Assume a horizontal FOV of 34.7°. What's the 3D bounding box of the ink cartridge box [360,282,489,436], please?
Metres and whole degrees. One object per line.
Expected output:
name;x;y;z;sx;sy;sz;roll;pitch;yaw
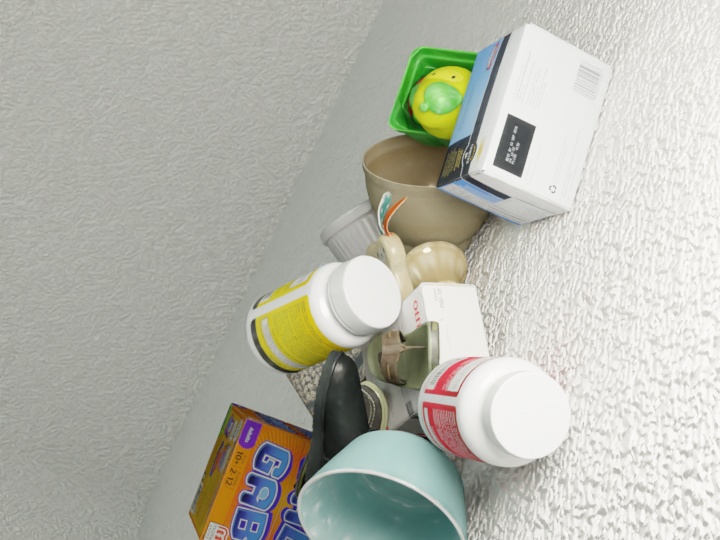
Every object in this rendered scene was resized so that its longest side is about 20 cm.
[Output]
ink cartridge box;0.082;0.122;1.468;0.200;0.083;0.147;132;135;-55

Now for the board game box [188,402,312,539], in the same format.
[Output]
board game box;-0.140;0.349;1.846;0.200;0.199;0.200;-178;109;-77

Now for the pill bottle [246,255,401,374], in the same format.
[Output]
pill bottle;-0.048;0.057;1.489;0.200;0.114;0.115;-25;41;44

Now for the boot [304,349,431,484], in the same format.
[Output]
boot;0.023;0.205;1.407;0.073;0.162;0.199;-35;-45;-68

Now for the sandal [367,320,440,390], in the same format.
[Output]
sandal;0.044;0.106;1.380;0.201;0.057;0.080;159;113;-65

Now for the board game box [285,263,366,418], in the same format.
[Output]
board game box;-0.026;0.120;1.712;0.160;0.097;0.200;-52;50;19

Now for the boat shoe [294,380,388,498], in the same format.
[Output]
boat shoe;-0.028;0.231;1.492;0.066;0.072;0.201;-16;-38;-48

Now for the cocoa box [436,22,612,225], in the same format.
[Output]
cocoa box;0.200;-0.176;1.426;0.131;0.133;0.200;-16;54;67

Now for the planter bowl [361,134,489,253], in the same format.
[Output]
planter bowl;0.104;-0.102;1.663;0.200;0.200;0.135;-92;-1;-61

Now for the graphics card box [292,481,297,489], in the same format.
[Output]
graphics card box;-0.004;0.256;1.629;0.125;0.051;0.200;-23;-22;-39

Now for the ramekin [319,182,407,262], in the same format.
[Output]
ramekin;0.043;-0.061;1.824;0.202;0.094;0.202;-28;-6;-3

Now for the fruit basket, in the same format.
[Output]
fruit basket;0.136;-0.235;1.560;0.216;0.215;0.156;150;140;-71

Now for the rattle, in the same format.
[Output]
rattle;0.000;0.000;1.564;0.130;0.142;0.200;-102;6;-51

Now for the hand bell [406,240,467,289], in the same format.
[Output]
hand bell;0.121;0.056;1.554;0.104;0.104;0.200;-62;26;26

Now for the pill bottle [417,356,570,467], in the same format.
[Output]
pill bottle;0.140;0.147;1.207;0.200;0.112;0.113;166;125;-75

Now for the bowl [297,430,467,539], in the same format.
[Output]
bowl;0.038;0.259;1.308;0.201;0.201;0.105;-56;5;44
